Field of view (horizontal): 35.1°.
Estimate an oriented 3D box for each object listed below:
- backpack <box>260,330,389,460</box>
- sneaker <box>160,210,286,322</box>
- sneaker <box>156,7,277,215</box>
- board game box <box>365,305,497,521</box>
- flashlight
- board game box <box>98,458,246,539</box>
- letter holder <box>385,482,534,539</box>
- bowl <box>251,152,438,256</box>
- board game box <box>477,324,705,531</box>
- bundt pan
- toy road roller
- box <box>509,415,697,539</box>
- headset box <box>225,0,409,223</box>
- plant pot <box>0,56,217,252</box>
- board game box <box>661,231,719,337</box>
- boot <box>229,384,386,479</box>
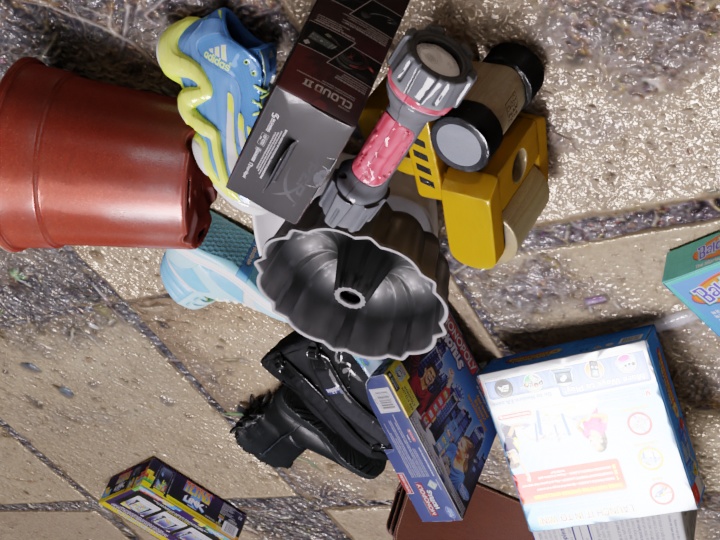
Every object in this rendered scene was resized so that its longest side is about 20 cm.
[{"bbox_3d":[0.005,0.140,1.390,0.163,0.154,0.201,-26,102,42],"label":"backpack"},{"bbox_3d":[-0.148,0.017,1.349,0.200,0.080,0.131,35,140,-2],"label":"sneaker"},{"bbox_3d":[-0.114,-0.155,1.074,0.105,0.076,0.201,-25,96,31],"label":"sneaker"},{"bbox_3d":[0.098,0.148,1.324,0.061,0.200,0.201,-12,112,40],"label":"board game box"},{"bbox_3d":[0.023,-0.108,0.938,0.067,0.068,0.200,8,140,-25],"label":"flashlight"},{"bbox_3d":[-0.319,0.406,1.936,0.200,0.057,0.165,37,142,-21],"label":"board game box"},{"bbox_3d":[0.139,0.381,1.606,0.199,0.143,0.101,22,143,-2],"label":"letter holder"},{"bbox_3d":[-0.010,-0.050,1.199,0.199,0.075,0.200,12,142,11],"label":"bowl"},{"bbox_3d":[0.257,0.179,1.269,0.199,0.056,0.197,-15,99,28],"label":"board game box"},{"bbox_3d":[0.000,0.000,1.131,0.201,0.076,0.202,13,142,10],"label":"bundt pan"},{"bbox_3d":[0.085,-0.113,1.041,0.145,0.123,0.201,14,139,30],"label":"toy road roller"},{"bbox_3d":[0.305,0.263,1.408,0.199,0.105,0.184,1,137,24],"label":"box"},{"bbox_3d":[-0.038,-0.149,0.982,0.075,0.201,0.149,27,144,-8],"label":"headset box"},{"bbox_3d":[-0.252,-0.107,1.165,0.194,0.202,0.201,7,142,5],"label":"plant pot"},{"bbox_3d":[0.418,0.031,1.114,0.200,0.045,0.152,40,140,-23],"label":"board game box"},{"bbox_3d":[-0.078,0.240,1.595,0.198,0.074,0.162,38,139,-10],"label":"boot"}]
